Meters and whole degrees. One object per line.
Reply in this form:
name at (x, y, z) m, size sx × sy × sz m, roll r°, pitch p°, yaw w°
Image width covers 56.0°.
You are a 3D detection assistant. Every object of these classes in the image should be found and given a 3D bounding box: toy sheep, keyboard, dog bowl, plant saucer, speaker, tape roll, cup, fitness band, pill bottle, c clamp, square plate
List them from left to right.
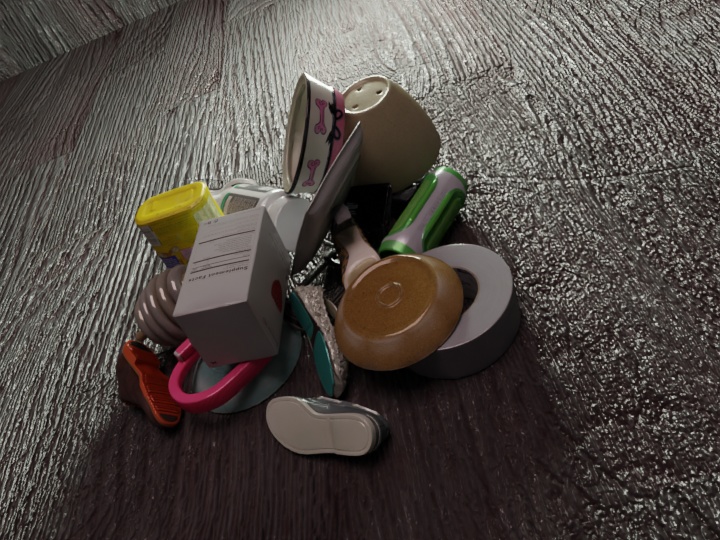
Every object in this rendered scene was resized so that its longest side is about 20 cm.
toy sheep at (-0.308, 0.066, 1.137) m, size 0.199 × 0.137 × 0.139 m, roll -39°, pitch 35°, yaw 18°
fitness band at (-0.211, 0.129, 1.046) m, size 0.200 × 0.038 × 0.142 m, roll -44°, pitch 43°, yaw -19°
plant saucer at (-0.191, 0.133, 1.090) m, size 0.196 × 0.039 × 0.204 m, roll -15°, pitch 41°, yaw 13°
pill bottle at (-0.171, -0.095, 1.249) m, size 0.113 × 0.114 × 0.198 m, roll -45°, pitch 35°, yaw -23°
dog bowl at (-0.081, -0.228, 1.165) m, size 0.072 × 0.203 × 0.202 m, roll 7°, pitch 37°, yaw -16°
c clamp at (-0.071, 0.024, 1.152) m, size 0.168 × 0.027 × 0.201 m, roll 15°, pitch 50°, yaw 31°
square plate at (-0.051, -0.109, 1.104) m, size 0.028 × 0.201 × 0.201 m, roll 27°, pitch 60°, yaw 2°
keyboard at (-0.004, -0.096, 1.210) m, size 0.198 × 0.039 × 0.107 m, roll 3°, pitch 83°, yaw 54°
cup at (0.031, -0.256, 1.209) m, size 0.195 × 0.144 × 0.204 m, roll -15°, pitch 46°, yaw 16°
plant saucer at (0.046, 0.044, 0.950) m, size 0.196 × 0.036 × 0.203 m, roll -17°, pitch 44°, yaw 16°
speaker at (0.105, -0.079, 1.119) m, size 0.087 × 0.089 × 0.202 m, roll 10°, pitch 51°, yaw 36°
tape roll at (0.128, 0.055, 0.977) m, size 0.195 × 0.067 × 0.203 m, roll -16°, pitch 40°, yaw 14°

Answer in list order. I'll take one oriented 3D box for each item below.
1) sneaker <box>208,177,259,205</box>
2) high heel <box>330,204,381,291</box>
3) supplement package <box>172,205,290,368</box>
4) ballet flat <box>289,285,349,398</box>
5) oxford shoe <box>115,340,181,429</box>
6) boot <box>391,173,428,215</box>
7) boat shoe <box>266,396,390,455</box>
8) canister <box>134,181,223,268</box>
sneaker at (-0.283, -0.135, 1.420) m, size 0.195 × 0.074 × 0.082 m, roll -11°, pitch 56°, yaw 25°
high heel at (0.000, 0.000, 1.109) m, size 0.070 × 0.143 × 0.205 m, roll -18°, pitch 81°, yaw -2°
supplement package at (-0.186, 0.023, 1.026) m, size 0.117 × 0.123 × 0.203 m, roll -11°, pitch 43°, yaw 13°
ballet flat at (-0.048, 0.095, 1.019) m, size 0.070 × 0.072 × 0.202 m, roll -26°, pitch 53°, yaw -1°
oxford shoe at (-0.347, 0.199, 1.100) m, size 0.073 × 0.071 × 0.200 m, roll -55°, pitch 43°, yaw 9°
boot at (0.064, -0.186, 1.272) m, size 0.198 × 0.066 × 0.166 m, roll 18°, pitch 65°, yaw 44°
boat shoe at (-0.047, 0.210, 0.927) m, size 0.196 × 0.075 × 0.061 m, roll 0°, pitch 2°, yaw 38°
canister at (-0.291, -0.046, 1.210) m, size 0.145 × 0.202 × 0.088 m, roll -15°, pitch 40°, yaw 13°
